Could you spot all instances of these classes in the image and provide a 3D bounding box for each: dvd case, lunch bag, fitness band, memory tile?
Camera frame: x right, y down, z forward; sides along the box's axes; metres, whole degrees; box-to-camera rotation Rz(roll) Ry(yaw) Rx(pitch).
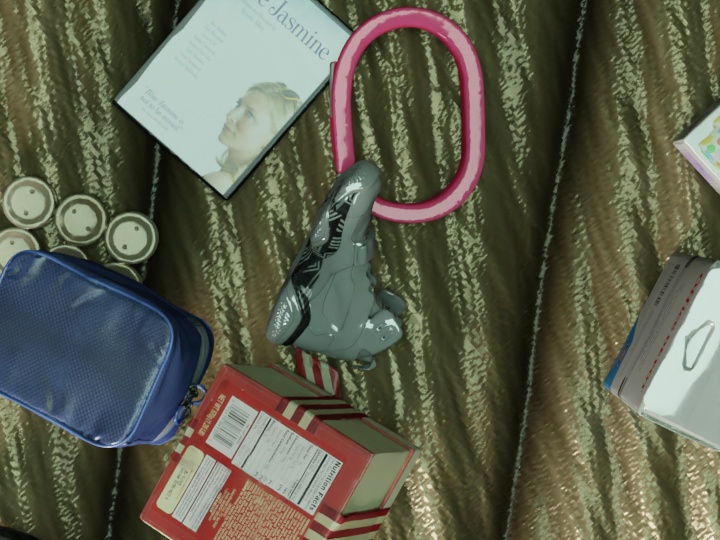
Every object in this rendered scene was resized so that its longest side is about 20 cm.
[{"bbox_3d":[-0.113,-0.185,1.484,0.143,0.018,0.200,41,91,-2],"label":"dvd case"},{"bbox_3d":[-0.227,0.073,1.421,0.200,0.132,0.136,27,93,12],"label":"lunch bag"},{"bbox_3d":[0.044,-0.143,1.471,0.144,0.037,0.200,-3,99,-5],"label":"fitness band"},{"bbox_3d":[-0.283,0.024,1.495,0.153,0.017,0.200,18,92,-2],"label":"memory tile"}]

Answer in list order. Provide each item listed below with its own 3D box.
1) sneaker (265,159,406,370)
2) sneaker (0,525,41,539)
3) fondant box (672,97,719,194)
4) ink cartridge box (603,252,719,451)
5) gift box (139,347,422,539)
[{"bbox_3d":[0.000,0.000,1.456,0.115,0.075,0.200,25,114,-6],"label":"sneaker"},{"bbox_3d":[-0.299,0.316,1.481,0.199,0.076,0.114,32,86,-8],"label":"sneaker"},{"bbox_3d":[0.413,-0.135,1.475,0.200,0.058,0.144,-43,93,1],"label":"fondant box"},{"bbox_3d":[0.296,0.067,1.413,0.086,0.200,0.146,27,93,-2],"label":"ink cartridge box"},{"bbox_3d":[-0.072,0.177,1.427,0.200,0.187,0.185,35,94,17],"label":"gift box"}]
